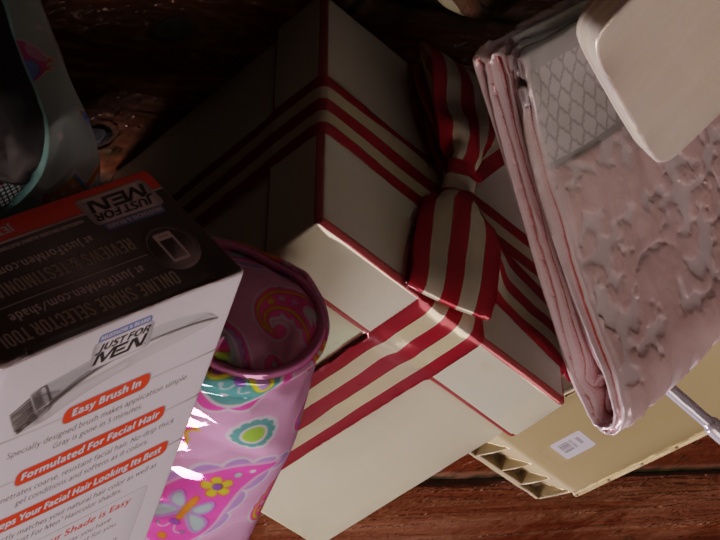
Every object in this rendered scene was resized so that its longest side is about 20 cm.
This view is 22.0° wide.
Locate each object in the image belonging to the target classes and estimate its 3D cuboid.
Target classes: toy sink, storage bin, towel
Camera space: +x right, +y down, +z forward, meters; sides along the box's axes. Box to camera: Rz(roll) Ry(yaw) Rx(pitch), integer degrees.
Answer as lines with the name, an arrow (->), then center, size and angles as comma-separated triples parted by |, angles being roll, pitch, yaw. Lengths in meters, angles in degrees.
toy sink -> 0.144, -0.167, 0.759 | 0.200, 0.112, 0.130 | -45, 151, 2
storage bin -> 0.167, 0.063, 1.268 | 0.198, 0.094, 0.200 | -27, 153, 13
towel -> 0.145, -0.050, 0.893 | 0.032, 0.192, 0.200 | -3, -157, 44

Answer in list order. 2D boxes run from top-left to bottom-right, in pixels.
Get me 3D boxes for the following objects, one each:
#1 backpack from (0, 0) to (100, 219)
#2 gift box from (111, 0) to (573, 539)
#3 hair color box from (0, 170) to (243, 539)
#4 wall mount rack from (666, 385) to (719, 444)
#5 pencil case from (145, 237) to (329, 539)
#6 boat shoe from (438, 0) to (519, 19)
backpack -> -0.206, -0.045, 0.704 | 0.200, 0.176, 0.153 | -41, 146, 22
gift box -> 0.000, 0.000, 0.904 | 0.200, 0.185, 0.187 | 31, 127, -33
hair color box -> -0.126, 0.068, 0.697 | 0.111, 0.064, 0.200 | -23, 148, -42
wall mount rack -> 0.127, 0.026, 1.034 | 0.173, 0.200, 0.075 | 6, 124, 7
pencil case -> -0.078, 0.079, 0.798 | 0.087, 0.088, 0.200 | -4, 138, -30
boat shoe -> 0.030, -0.161, 0.792 | 0.075, 0.075, 0.202 | -55, 164, 10
